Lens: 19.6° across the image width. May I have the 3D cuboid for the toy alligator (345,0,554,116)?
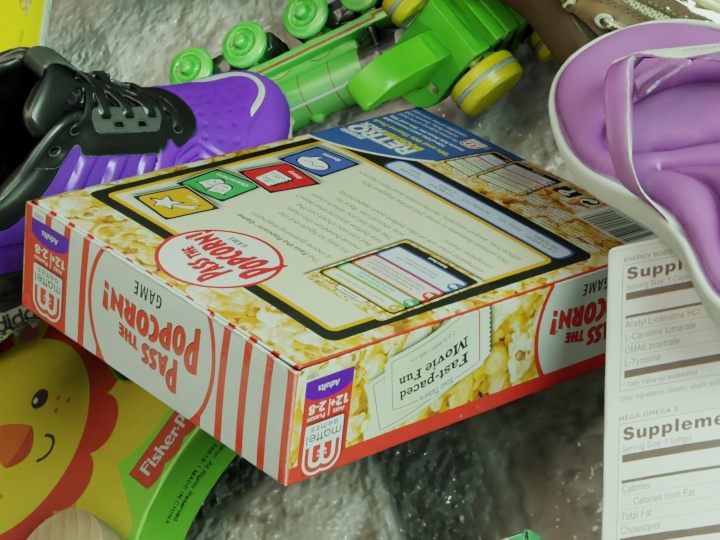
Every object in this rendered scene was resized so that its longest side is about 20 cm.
[{"bbox_3d":[0.072,-0.118,0.873,0.200,0.054,0.059,-37,82,-19],"label":"toy alligator"}]

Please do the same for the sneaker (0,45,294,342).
[{"bbox_3d":[-0.108,-0.050,0.836,0.200,0.100,0.070,-31,44,-31],"label":"sneaker"}]

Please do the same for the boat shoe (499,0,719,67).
[{"bbox_3d":[0.100,-0.091,0.795,0.202,0.075,0.075,21,86,14],"label":"boat shoe"}]

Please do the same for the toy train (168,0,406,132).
[{"bbox_3d":[-0.058,-0.075,0.941,0.200,0.042,0.056,-23,64,19],"label":"toy train"}]

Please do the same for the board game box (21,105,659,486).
[{"bbox_3d":[0.000,0.000,0.772,0.151,0.200,0.046,30,124,40],"label":"board game box"}]

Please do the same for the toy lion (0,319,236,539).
[{"bbox_3d":[-0.116,0.064,0.891,0.200,0.069,0.192,-53,43,-4],"label":"toy lion"}]

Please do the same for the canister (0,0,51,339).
[{"bbox_3d":[-0.213,-0.048,0.967,0.148,0.087,0.200,-31,42,33],"label":"canister"}]

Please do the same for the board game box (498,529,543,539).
[{"bbox_3d":[-0.019,0.178,0.692,0.200,0.029,0.135,-23,49,28],"label":"board game box"}]

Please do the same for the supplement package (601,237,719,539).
[{"bbox_3d":[0.148,0.093,0.670,0.109,0.114,0.200,-11,59,28],"label":"supplement package"}]

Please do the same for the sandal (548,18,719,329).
[{"bbox_3d":[0.115,-0.046,0.678,0.082,0.050,0.203,-31,33,-1],"label":"sandal"}]
